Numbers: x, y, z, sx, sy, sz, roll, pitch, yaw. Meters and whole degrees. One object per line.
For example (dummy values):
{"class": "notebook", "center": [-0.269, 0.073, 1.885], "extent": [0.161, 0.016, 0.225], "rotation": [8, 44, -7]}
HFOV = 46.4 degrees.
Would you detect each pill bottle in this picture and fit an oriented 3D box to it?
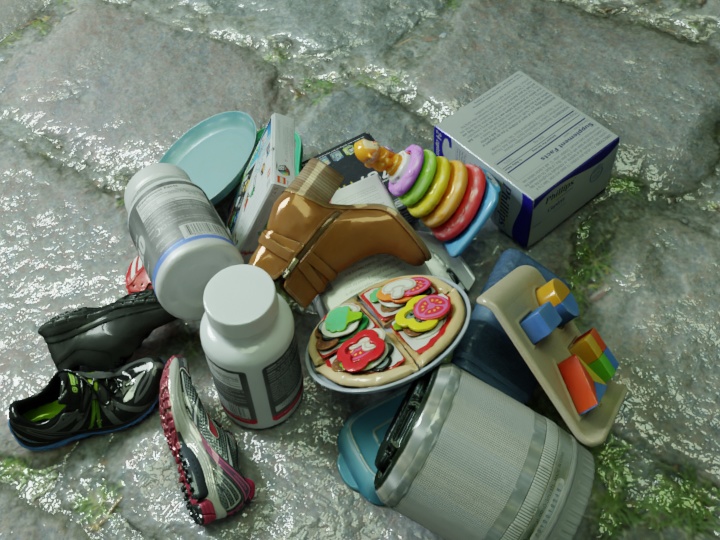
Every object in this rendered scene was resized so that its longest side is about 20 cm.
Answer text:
{"class": "pill bottle", "center": [-0.227, -0.043, 1.055], "extent": [0.112, 0.115, 0.201], "rotation": [-23, 45, -14]}
{"class": "pill bottle", "center": [-0.127, 0.089, 0.982], "extent": [0.108, 0.202, 0.113], "rotation": [-1, 51, 1]}

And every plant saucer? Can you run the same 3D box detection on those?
{"class": "plant saucer", "center": [-0.230, -0.153, 1.243], "extent": [0.196, 0.028, 0.203], "rotation": [-19, 45, 20]}

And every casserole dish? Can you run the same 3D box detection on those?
{"class": "casserole dish", "center": [0.063, 0.192, 0.996], "extent": [0.197, 0.039, 0.122], "rotation": [-23, 55, -15]}

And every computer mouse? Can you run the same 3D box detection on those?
{"class": "computer mouse", "center": [0.113, 0.005, 1.130], "extent": [0.109, 0.044, 0.199], "rotation": [-37, 59, -22]}

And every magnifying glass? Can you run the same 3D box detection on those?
{"class": "magnifying glass", "center": [-0.103, -0.143, 1.212], "extent": [0.078, 0.023, 0.202], "rotation": [-22, 54, -10]}

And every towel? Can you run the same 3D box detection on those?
{"class": "towel", "center": [0.186, 0.076, 1.047], "extent": [0.111, 0.049, 0.202], "rotation": [35, 60, -6]}

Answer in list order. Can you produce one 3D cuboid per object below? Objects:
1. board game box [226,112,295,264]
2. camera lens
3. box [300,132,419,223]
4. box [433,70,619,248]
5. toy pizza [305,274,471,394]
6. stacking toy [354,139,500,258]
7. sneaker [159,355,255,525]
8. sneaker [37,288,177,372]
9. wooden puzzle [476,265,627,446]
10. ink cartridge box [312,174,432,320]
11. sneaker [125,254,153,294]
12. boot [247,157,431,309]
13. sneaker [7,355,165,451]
{"class": "board game box", "center": [-0.137, -0.094, 1.129], "extent": [0.034, 0.201, 0.128], "rotation": [13, 49, -21]}
{"class": "camera lens", "center": [0.123, 0.206, 0.878], "extent": [0.197, 0.161, 0.162], "rotation": [29, 57, 2]}
{"class": "box", "center": [-0.034, -0.099, 1.216], "extent": [0.197, 0.050, 0.162], "rotation": [-25, 58, -13]}
{"class": "box", "center": [0.234, -0.164, 1.212], "extent": [0.182, 0.106, 0.200], "rotation": [-34, 57, -22]}
{"class": "toy pizza", "center": [0.027, 0.060, 0.936], "extent": [0.196, 0.032, 0.202], "rotation": [-18, 30, 10]}
{"class": "stacking toy", "center": [0.075, -0.119, 1.093], "extent": [0.197, 0.111, 0.117], "rotation": [28, 21, -21]}
{"class": "sneaker", "center": [-0.188, 0.194, 0.989], "extent": [0.073, 0.081, 0.203], "rotation": [-12, 65, -26]}
{"class": "sneaker", "center": [-0.307, 0.081, 1.073], "extent": [0.195, 0.093, 0.076], "rotation": [-15, 8, 8]}
{"class": "wooden puzzle", "center": [0.233, 0.082, 0.962], "extent": [0.201, 0.046, 0.184], "rotation": [53, 29, 7]}
{"class": "ink cartridge box", "center": [0.000, 0.000, 1.087], "extent": [0.144, 0.083, 0.203], "rotation": [-23, 71, -14]}
{"class": "sneaker", "center": [-0.240, 0.029, 1.128], "extent": [0.115, 0.079, 0.199], "rotation": [-39, 47, -13]}
{"class": "boot", "center": [-0.025, -0.019, 1.016], "extent": [0.198, 0.074, 0.157], "rotation": [33, 81, -2]}
{"class": "sneaker", "center": [-0.329, 0.156, 1.019], "extent": [0.196, 0.084, 0.071], "rotation": [-20, 54, -12]}
